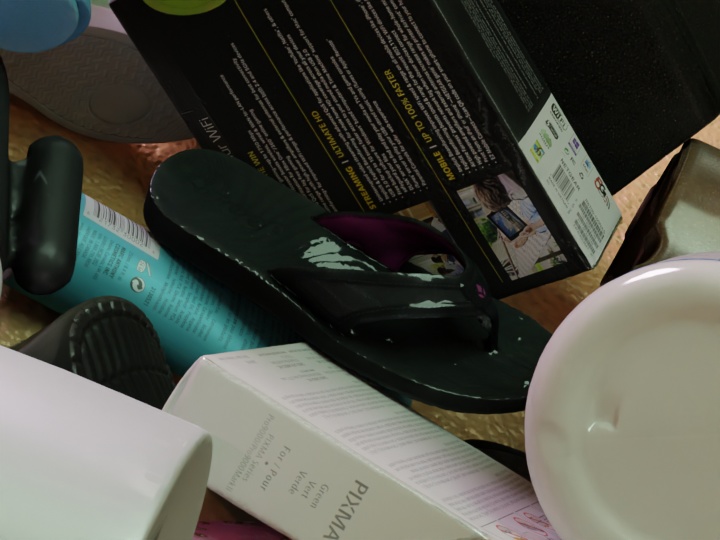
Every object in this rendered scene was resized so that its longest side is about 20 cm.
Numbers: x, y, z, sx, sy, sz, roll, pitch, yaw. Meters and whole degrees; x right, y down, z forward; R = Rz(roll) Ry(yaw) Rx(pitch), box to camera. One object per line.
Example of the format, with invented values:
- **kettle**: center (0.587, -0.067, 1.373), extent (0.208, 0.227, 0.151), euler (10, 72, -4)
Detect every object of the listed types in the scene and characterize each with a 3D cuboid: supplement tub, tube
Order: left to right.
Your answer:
- **tube**: center (-0.061, 0.028, 1.200), extent (0.200, 0.050, 0.077), euler (29, 42, -17)
- **supplement tub**: center (0.140, 0.058, 1.097), extent (0.132, 0.132, 0.200), euler (42, 9, 6)

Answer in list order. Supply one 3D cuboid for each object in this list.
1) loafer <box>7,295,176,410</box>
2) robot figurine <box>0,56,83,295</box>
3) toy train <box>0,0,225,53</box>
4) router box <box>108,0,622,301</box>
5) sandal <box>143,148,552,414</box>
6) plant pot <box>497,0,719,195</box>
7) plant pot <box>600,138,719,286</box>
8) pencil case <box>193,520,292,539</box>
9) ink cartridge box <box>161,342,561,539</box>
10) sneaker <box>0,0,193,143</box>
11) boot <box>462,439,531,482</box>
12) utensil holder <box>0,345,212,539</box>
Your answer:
- **loafer**: center (-0.137, 0.059, 1.083), extent (0.200, 0.071, 0.073), euler (-17, 89, -66)
- **robot figurine**: center (-0.202, -0.039, 1.093), extent (0.125, 0.150, 0.200), euler (58, 19, -44)
- **toy train**: center (-0.071, -0.157, 1.128), extent (0.200, 0.085, 0.116), euler (-8, 60, -3)
- **router box**: center (0.003, -0.072, 1.202), extent (0.200, 0.149, 0.051), euler (58, 35, -19)
- **sandal**: center (-0.001, 0.000, 1.169), extent (0.200, 0.048, 0.075), euler (27, 42, 5)
- **plant pot**: center (0.077, -0.123, 1.316), extent (0.177, 0.200, 0.200), euler (49, 21, -8)
- **plant pot**: center (0.206, 0.047, 1.273), extent (0.198, 0.200, 0.200), euler (28, 39, 0)
- **pencil case**: center (-0.052, 0.143, 1.062), extent (0.200, 0.087, 0.083), euler (3, 13, -35)
- **ink cartridge box**: center (0.029, 0.098, 1.082), extent (0.200, 0.050, 0.161), euler (33, 7, 12)
- **sneaker**: center (-0.148, -0.137, 1.269), extent (0.200, 0.074, 0.118), euler (19, 46, -18)
- **boot**: center (0.114, 0.155, 1.188), extent (0.200, 0.070, 0.132), euler (35, 34, -9)
- **utensil holder**: center (-0.169, 0.094, 0.904), extent (0.200, 0.170, 0.170), euler (21, 39, 4)
